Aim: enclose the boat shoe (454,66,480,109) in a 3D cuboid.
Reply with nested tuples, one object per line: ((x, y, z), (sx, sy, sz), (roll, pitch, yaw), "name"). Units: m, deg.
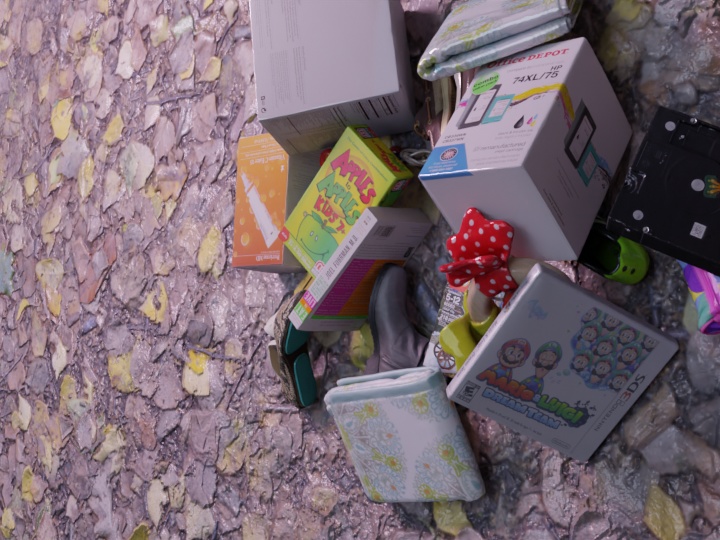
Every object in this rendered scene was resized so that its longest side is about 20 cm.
((0.162, -0.206, 1.270), (0.059, 0.071, 0.204), (-17, 67, 44), "boat shoe")

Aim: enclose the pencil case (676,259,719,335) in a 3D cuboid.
((0.361, -0.035, 1.042), (0.088, 0.087, 0.203), (-35, 63, 35), "pencil case")

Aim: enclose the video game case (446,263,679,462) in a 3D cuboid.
((0.223, 0.108, 1.091), (0.184, 0.197, 0.024), (-56, 19, 22), "video game case")

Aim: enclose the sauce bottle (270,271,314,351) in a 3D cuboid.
((-0.069, 0.041, 1.465), (0.201, 0.064, 0.065), (-52, 53, 26), "sauce bottle")

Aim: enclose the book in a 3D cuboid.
((0.000, 0.000, 1.353), (0.048, 0.133, 0.201), (50, 117, 24), "book")

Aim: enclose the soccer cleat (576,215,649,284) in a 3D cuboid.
((0.248, -0.046, 1.154), (0.199, 0.080, 0.069), (35, 108, 41), "soccer cleat")

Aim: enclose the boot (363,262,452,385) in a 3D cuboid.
((0.077, 0.095, 1.326), (0.130, 0.069, 0.205), (5, 93, 37), "boot")

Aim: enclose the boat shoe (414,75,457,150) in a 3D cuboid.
((0.109, -0.197, 1.312), (0.071, 0.071, 0.204), (-20, 63, 39), "boat shoe")

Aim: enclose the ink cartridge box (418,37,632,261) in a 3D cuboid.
((0.192, -0.133, 1.121), (0.145, 0.147, 0.202), (-2, 48, 44), "ink cartridge box")

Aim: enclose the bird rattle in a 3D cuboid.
((0.168, 0.027, 1.111), (0.159, 0.114, 0.203), (9, 128, 7), "bird rattle")

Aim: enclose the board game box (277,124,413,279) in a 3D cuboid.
((-0.024, -0.088, 1.347), (0.102, 0.047, 0.201), (48, 122, 19), "board game box")

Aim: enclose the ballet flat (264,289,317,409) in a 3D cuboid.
((-0.106, 0.111, 1.443), (0.074, 0.068, 0.203), (19, 127, 31), "ballet flat")

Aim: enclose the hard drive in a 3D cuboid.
((0.364, -0.067, 0.989), (0.197, 0.038, 0.142), (23, 76, 18), "hard drive")

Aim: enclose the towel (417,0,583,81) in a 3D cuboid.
((0.174, -0.302, 1.190), (0.197, 0.172, 0.049), (-15, 113, 28), "towel")

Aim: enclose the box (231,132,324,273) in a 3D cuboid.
((-0.119, -0.102, 1.510), (0.123, 0.096, 0.205), (-3, 82, 43), "box")

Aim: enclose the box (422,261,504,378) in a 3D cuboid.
((0.183, 0.086, 1.203), (0.197, 0.037, 0.139), (21, 99, 32), "box")

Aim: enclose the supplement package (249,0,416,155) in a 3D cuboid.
((-0.035, -0.289, 1.370), (0.196, 0.147, 0.195), (-9, 76, 12), "supplement package")

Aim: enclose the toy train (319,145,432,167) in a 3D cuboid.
((0.035, -0.112, 1.385), (0.197, 0.084, 0.118), (8, 106, 35), "toy train")

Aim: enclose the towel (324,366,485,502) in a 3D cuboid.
((0.055, 0.216, 1.278), (0.198, 0.048, 0.174), (-13, 106, 43), "towel")
